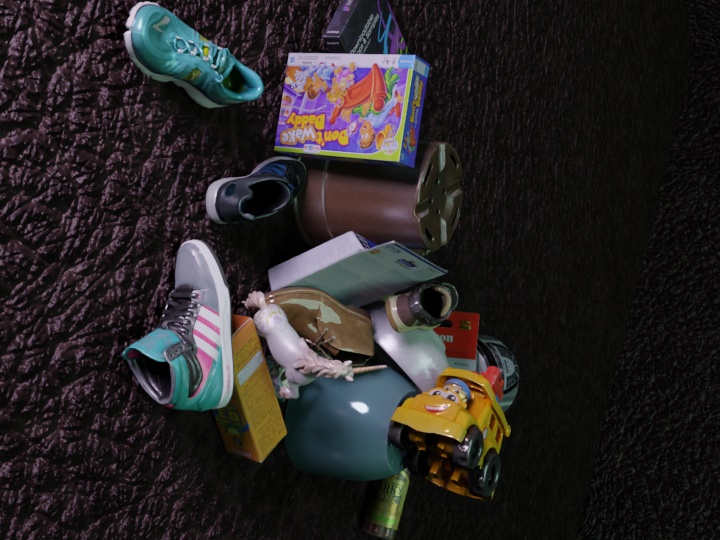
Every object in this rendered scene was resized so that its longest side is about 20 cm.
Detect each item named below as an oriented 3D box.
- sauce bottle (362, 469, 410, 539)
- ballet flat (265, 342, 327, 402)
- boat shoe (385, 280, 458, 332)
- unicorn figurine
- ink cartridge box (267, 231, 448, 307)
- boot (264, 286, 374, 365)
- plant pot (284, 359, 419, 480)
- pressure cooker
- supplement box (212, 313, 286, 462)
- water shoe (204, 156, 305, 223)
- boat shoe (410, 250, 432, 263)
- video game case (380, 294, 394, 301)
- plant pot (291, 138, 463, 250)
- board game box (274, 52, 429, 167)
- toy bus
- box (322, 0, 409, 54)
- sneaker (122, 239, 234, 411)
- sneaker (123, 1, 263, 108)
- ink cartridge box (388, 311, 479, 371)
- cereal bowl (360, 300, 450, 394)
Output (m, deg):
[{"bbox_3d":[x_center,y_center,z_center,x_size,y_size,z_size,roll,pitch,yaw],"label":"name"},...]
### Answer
[{"bbox_3d":[0.057,0.382,1.576,0.065,0.064,0.203,37,64,-57],"label":"sauce bottle"},{"bbox_3d":[-0.083,0.129,1.257,0.200,0.073,0.075,-44,134,-47],"label":"ballet flat"},{"bbox_3d":[0.109,0.053,1.305,0.199,0.064,0.074,-18,91,-59],"label":"boat shoe"},{"bbox_3d":[-0.083,0.106,1.111,0.074,0.199,0.137,-50,180,-30],"label":"unicorn figurine"},{"bbox_3d":[0.000,0.000,1.246,0.199,0.198,0.041,26,47,-60],"label":"ink cartridge box"},{"bbox_3d":[-0.056,0.080,1.221,0.198,0.074,0.076,19,43,-35],"label":"boot"},{"bbox_3d":[0.003,0.230,1.342,0.200,0.159,0.204,-23,117,-56],"label":"plant pot"},{"bbox_3d":[0.199,0.209,1.665,0.199,0.175,0.181,12,105,-59],"label":"pressure cooker"},{"bbox_3d":[-0.158,0.153,1.134,0.069,0.066,0.202,-49,137,-42],"label":"supplement box"},{"bbox_3d":[-0.115,-0.097,1.127,0.199,0.078,0.073,-33,126,-53],"label":"water shoe"},{"bbox_3d":[0.096,-0.061,1.405,0.076,0.071,0.201,86,25,-49],"label":"boat shoe"},{"bbox_3d":[0.056,-0.056,1.449,0.181,0.025,0.202,69,38,-63],"label":"video game case"},{"bbox_3d":[0.033,-0.115,1.264,0.200,0.196,0.204,-26,121,-55],"label":"plant pot"},{"bbox_3d":[-0.014,-0.214,1.151,0.045,0.198,0.137,8,91,-59],"label":"board game box"},{"bbox_3d":[0.150,0.214,1.286,0.193,0.134,0.201,-60,143,-25],"label":"toy bus"},{"bbox_3d":[0.017,-0.337,1.337,0.201,0.036,0.144,55,51,-49],"label":"box"},{"bbox_3d":[-0.216,0.068,1.001,0.120,0.083,0.203,-6,89,-51],"label":"sneaker"},{"bbox_3d":[-0.182,-0.240,0.971,0.199,0.079,0.079,19,81,-59],"label":"sneaker"},{"bbox_3d":[0.127,0.173,1.542,0.047,0.157,0.203,-59,153,-79],"label":"ink cartridge box"},{"bbox_3d":[0.076,0.120,1.389,0.083,0.200,0.200,-43,142,-5],"label":"cereal bowl"}]
